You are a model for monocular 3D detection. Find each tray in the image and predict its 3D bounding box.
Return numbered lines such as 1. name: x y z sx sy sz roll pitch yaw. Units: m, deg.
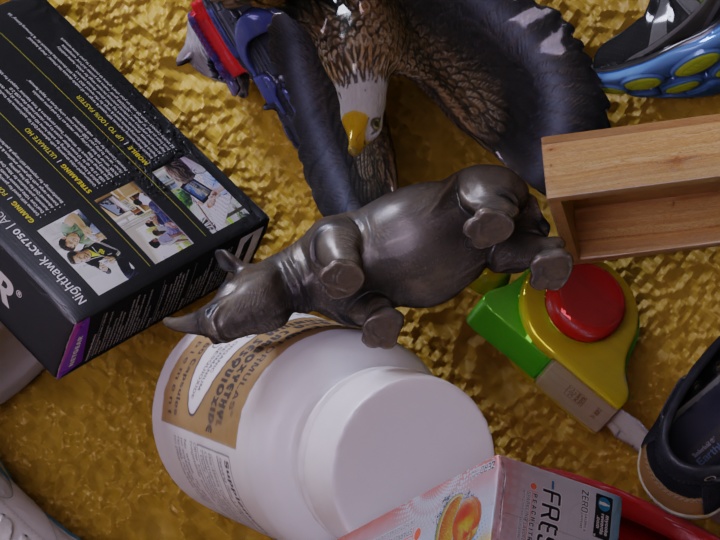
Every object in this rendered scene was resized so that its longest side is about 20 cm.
1. tray: 0.193 -0.047 1.343 0.199 0.099 0.037 -8 70 8

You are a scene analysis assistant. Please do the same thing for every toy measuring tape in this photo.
1. toy measuring tape: 0.137 0.050 1.419 0.200 0.074 0.074 40 99 2

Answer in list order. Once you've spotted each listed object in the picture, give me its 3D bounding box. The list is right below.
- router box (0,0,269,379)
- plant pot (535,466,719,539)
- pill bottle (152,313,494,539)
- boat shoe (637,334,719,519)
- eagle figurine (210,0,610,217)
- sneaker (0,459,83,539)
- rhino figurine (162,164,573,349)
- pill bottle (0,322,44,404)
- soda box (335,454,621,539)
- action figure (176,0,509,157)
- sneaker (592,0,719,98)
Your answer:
1. router box: -0.170 -0.051 1.489 0.200 0.149 0.051 44 137 18
2. plant pot: 0.118 0.217 1.331 0.200 0.200 0.183 31 98 20
3. pill bottle: -0.018 0.083 1.386 0.200 0.114 0.115 13 89 63
4. boat shoe: 0.216 0.042 1.364 0.200 0.062 0.075 -43 71 -11
5. eagle figurine: 0.013 -0.103 1.392 0.151 0.200 0.151 16 68 45
6. sneaker: -0.198 0.158 1.514 0.200 0.081 0.077 41 97 18
7. rhino figurine: 0.000 0.000 1.339 0.199 0.088 0.060 -17 112 3
8. pill bottle: -0.258 -0.019 1.536 0.200 0.112 0.113 44 100 18
9. soda box: 0.034 0.147 1.241 0.200 0.068 0.064 -34 42 54
10. action figure: -0.007 -0.132 1.486 0.193 0.105 0.201 -15 109 24
11. sneaker: 0.186 -0.150 1.384 0.200 0.071 0.083 -45 53 46
